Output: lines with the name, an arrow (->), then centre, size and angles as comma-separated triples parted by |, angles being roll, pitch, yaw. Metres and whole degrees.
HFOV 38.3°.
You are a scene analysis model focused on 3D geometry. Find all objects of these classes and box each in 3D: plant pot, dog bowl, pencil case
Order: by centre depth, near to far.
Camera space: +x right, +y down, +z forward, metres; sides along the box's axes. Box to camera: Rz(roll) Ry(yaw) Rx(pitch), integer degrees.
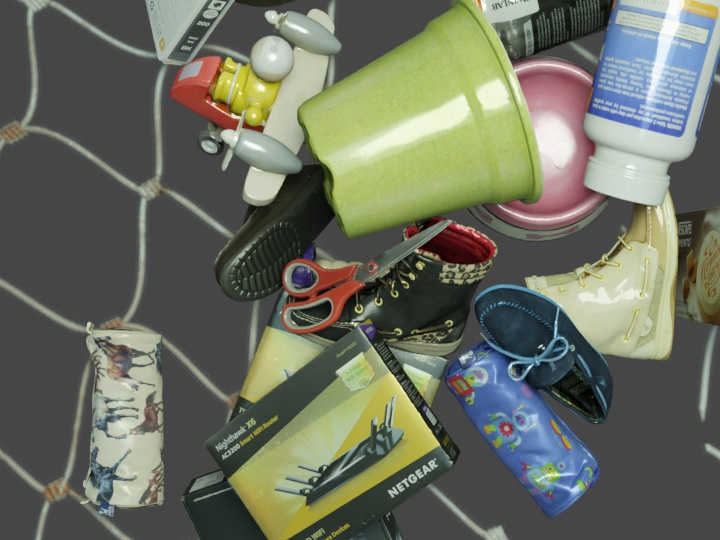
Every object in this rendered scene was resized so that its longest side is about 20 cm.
plant pot -> 0.045, -0.123, 0.959 | 0.181, 0.200, 0.203 | -22, 90, -3
dog bowl -> 0.190, -0.132, 1.097 | 0.196, 0.074, 0.204 | 0, 91, 3
pencil case -> 0.172, 0.160, 1.097 | 0.087, 0.078, 0.201 | -38, 90, 36
pencil case -> -0.257, 0.157, 1.118 | 0.088, 0.078, 0.204 | 0, 91, -17

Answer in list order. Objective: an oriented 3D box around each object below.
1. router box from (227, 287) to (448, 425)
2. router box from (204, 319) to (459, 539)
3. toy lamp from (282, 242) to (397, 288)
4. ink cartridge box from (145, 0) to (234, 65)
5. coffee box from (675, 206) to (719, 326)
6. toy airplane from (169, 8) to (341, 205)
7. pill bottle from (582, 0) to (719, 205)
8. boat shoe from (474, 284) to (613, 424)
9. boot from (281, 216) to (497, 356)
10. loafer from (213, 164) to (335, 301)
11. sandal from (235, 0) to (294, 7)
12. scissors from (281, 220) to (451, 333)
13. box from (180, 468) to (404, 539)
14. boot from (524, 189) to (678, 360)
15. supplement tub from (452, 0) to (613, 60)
router box -> -0.023, 0.129, 1.120 | 0.197, 0.052, 0.160 | 22, 91, 2
router box -> -0.028, 0.171, 1.003 | 0.199, 0.052, 0.158 | -37, 86, 13
toy lamp -> 0.000, 0.000, 1.116 | 0.196, 0.058, 0.059 | 2, 91, 1
ink cartridge box -> -0.170, -0.345, 1.039 | 0.043, 0.199, 0.202 | -4, 71, -33
coffee box -> 0.372, -0.003, 1.026 | 0.078, 0.200, 0.117 | 3, 91, 1
toy airplane -> -0.076, -0.176, 1.062 | 0.197, 0.142, 0.201 | -26, 60, -17
pill bottle -> 0.276, -0.171, 0.994 | 0.110, 0.112, 0.204 | 14, 103, 2
boat shoe -> 0.195, 0.085, 1.042 | 0.198, 0.069, 0.084 | 32, 128, -24
boot -> 0.031, 0.014, 1.033 | 0.196, 0.152, 0.074 | 11, 48, -12
loafer -> -0.092, -0.042, 1.084 | 0.070, 0.200, 0.074 | 14, 134, 32
sandal -> -0.084, -0.327, 1.099 | 0.196, 0.082, 0.056 | -1, 67, 19
scissors -> 0.005, 0.009, 0.985 | 0.197, 0.014, 0.075 | -14, 79, 27
box -> -0.068, 0.269, 1.095 | 0.197, 0.044, 0.162 | -20, 102, 14
boot -> 0.249, -0.001, 1.089 | 0.152, 0.073, 0.204 | -2, 107, 4
supplement tub -> 0.197, -0.294, 1.070 | 0.197, 0.123, 0.125 | -19, 90, 2
